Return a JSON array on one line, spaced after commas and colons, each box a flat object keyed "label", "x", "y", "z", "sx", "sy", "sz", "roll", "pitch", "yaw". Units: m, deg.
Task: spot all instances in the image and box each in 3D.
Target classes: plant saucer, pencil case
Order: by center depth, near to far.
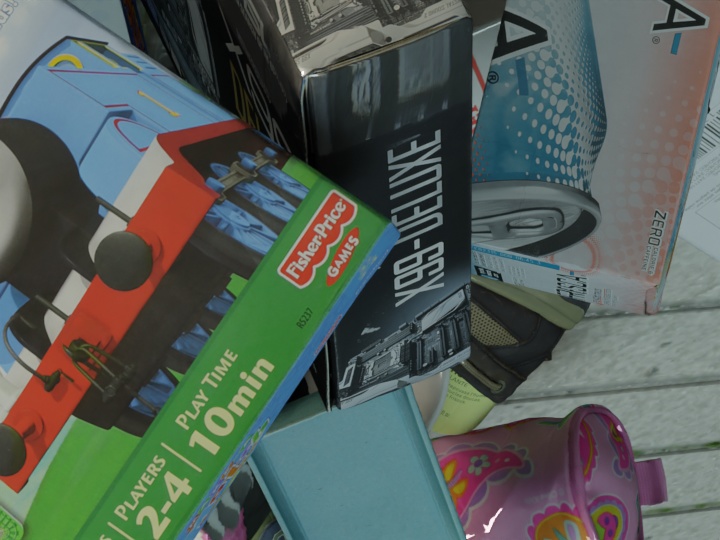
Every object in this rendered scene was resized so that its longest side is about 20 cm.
[{"label": "plant saucer", "x": 0.007, "y": 0.109, "z": 0.908, "sx": 0.070, "sy": 0.019, "sz": 0.201, "roll": -22, "pitch": 139, "yaw": -1}, {"label": "pencil case", "x": 0.040, "y": 0.119, "z": 1.021, "sx": 0.199, "sy": 0.088, "sz": 0.087, "roll": -17, "pitch": 150, "yaw": 28}]

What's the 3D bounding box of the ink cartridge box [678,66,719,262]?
[{"label": "ink cartridge box", "x": 0.162, "y": -0.054, "z": 0.796, "sx": 0.119, "sy": 0.042, "sz": 0.200, "roll": -37, "pitch": 138, "yaw": 24}]

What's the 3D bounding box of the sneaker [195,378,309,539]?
[{"label": "sneaker", "x": -0.087, "y": 0.028, "z": 0.850, "sx": 0.080, "sy": 0.086, "sz": 0.201, "roll": -49, "pitch": 136, "yaw": -31}]

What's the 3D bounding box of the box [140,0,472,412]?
[{"label": "box", "x": -0.026, "y": -0.083, "z": 0.642, "sx": 0.049, "sy": 0.201, "sz": 0.158, "roll": -19, "pitch": 147, "yaw": -10}]

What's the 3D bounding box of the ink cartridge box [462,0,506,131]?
[{"label": "ink cartridge box", "x": 0.075, "y": -0.090, "z": 0.801, "sx": 0.199, "sy": 0.068, "sz": 0.117, "roll": -23, "pitch": 146, "yaw": 6}]

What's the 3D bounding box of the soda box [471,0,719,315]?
[{"label": "soda box", "x": 0.084, "y": -0.092, "z": 0.680, "sx": 0.068, "sy": 0.201, "sz": 0.064, "roll": 13, "pitch": 171, "yaw": 9}]

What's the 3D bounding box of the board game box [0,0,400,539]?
[{"label": "board game box", "x": -0.114, "y": -0.004, "z": 0.541, "sx": 0.152, "sy": 0.199, "sz": 0.037, "roll": -56, "pitch": 173, "yaw": -2}]

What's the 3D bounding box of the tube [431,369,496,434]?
[{"label": "tube", "x": 0.071, "y": -0.005, "z": 0.935, "sx": 0.058, "sy": 0.052, "sz": 0.200, "roll": 2, "pitch": 141, "yaw": -29}]

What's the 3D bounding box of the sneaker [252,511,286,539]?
[{"label": "sneaker", "x": -0.104, "y": 0.154, "z": 1.018, "sx": 0.200, "sy": 0.090, "sz": 0.067, "roll": -39, "pitch": -175, "yaw": 34}]

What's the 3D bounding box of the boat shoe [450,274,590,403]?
[{"label": "boat shoe", "x": 0.000, "y": 0.000, "z": 0.846, "sx": 0.199, "sy": 0.074, "sz": 0.074, "roll": 24, "pitch": 95, "yaw": -25}]

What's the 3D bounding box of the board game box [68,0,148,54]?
[{"label": "board game box", "x": -0.145, "y": -0.103, "z": 0.689, "sx": 0.134, "sy": 0.035, "sz": 0.200, "roll": -7, "pitch": 146, "yaw": 1}]

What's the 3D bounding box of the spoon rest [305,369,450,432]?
[{"label": "spoon rest", "x": -0.058, "y": 0.050, "z": 0.927, "sx": 0.199, "sy": 0.100, "sz": 0.061, "roll": -11, "pitch": -172, "yaw": -7}]
